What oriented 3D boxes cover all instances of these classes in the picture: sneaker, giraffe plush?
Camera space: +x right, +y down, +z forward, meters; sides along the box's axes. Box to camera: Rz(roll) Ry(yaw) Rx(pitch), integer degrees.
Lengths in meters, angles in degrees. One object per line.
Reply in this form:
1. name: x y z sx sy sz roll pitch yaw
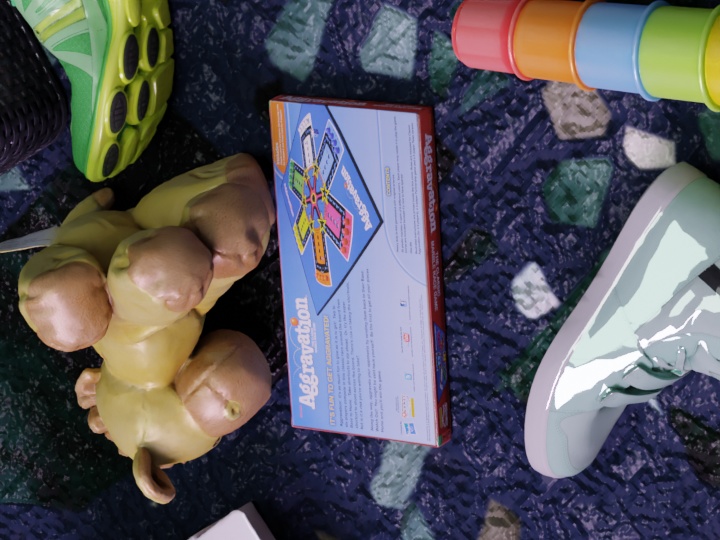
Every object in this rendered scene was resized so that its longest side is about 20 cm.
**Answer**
1. sneaker: 0.169 0.056 1.625 0.118 0.074 0.201 39 120 23
2. giraffe plush: -0.120 0.044 1.769 0.199 0.172 0.163 -9 110 40
3. sneaker: -0.161 -0.153 1.772 0.083 0.074 0.202 0 97 30

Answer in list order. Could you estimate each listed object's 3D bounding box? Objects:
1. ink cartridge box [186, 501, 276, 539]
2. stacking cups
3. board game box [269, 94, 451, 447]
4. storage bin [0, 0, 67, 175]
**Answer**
1. ink cartridge box: -0.089 0.226 1.853 0.200 0.068 0.116 -38 84 36
2. stacking cups: 0.139 -0.121 1.596 0.199 0.060 0.061 10 111 30
3. board game box: 0.000 0.000 1.751 0.102 0.019 0.201 6 109 29
4. storage bin: -0.288 -0.139 1.842 0.135 0.094 0.201 -28 89 36
